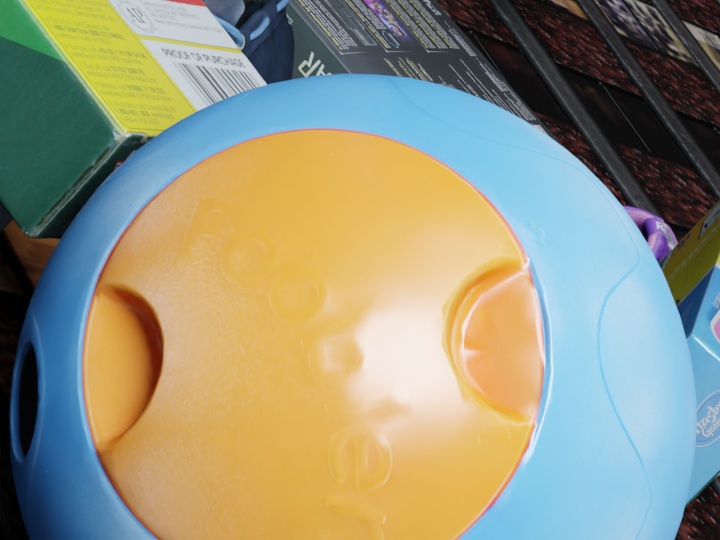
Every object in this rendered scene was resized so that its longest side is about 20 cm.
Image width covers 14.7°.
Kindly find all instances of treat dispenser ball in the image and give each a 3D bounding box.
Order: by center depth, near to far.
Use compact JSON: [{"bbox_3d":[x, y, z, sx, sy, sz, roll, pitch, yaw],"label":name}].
[{"bbox_3d":[-0.003,0.044,0.820,0.201,0.201,0.201,36,23,-18],"label":"treat dispenser ball"}]

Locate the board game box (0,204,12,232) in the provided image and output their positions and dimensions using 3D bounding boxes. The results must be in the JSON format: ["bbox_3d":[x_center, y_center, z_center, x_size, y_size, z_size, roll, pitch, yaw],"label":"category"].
[{"bbox_3d":[-0.202,-0.100,0.918,0.147,0.064,0.200,16,36,-49],"label":"board game box"}]

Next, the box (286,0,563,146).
[{"bbox_3d":[-0.001,-0.099,1.285,0.200,0.044,0.160,50,23,14],"label":"box"}]

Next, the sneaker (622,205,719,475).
[{"bbox_3d":[0.116,0.020,1.216,0.200,0.088,0.081,30,24,-33],"label":"sneaker"}]

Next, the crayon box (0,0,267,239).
[{"bbox_3d":[-0.113,-0.098,0.918,0.200,0.051,0.127,53,22,19],"label":"crayon box"}]

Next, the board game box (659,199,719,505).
[{"bbox_3d":[0.100,0.055,1.039,0.040,0.153,0.200,41,22,-2],"label":"board game box"}]

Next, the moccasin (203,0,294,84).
[{"bbox_3d":[-0.080,-0.090,1.080,0.080,0.069,0.200,13,10,12],"label":"moccasin"}]
